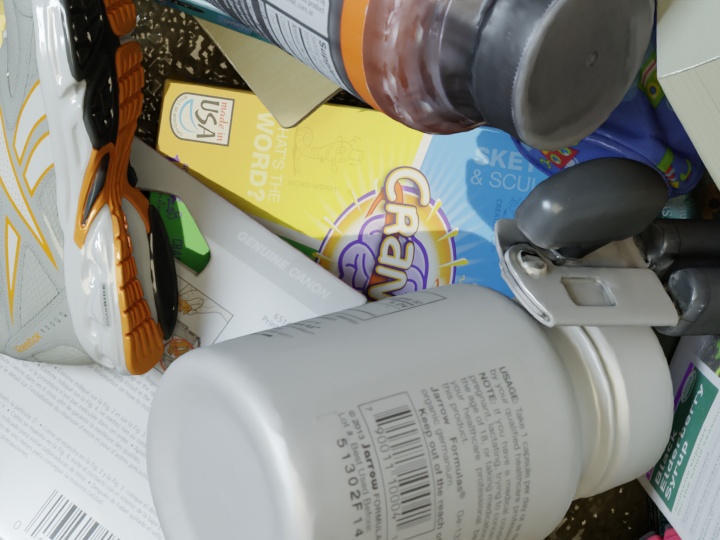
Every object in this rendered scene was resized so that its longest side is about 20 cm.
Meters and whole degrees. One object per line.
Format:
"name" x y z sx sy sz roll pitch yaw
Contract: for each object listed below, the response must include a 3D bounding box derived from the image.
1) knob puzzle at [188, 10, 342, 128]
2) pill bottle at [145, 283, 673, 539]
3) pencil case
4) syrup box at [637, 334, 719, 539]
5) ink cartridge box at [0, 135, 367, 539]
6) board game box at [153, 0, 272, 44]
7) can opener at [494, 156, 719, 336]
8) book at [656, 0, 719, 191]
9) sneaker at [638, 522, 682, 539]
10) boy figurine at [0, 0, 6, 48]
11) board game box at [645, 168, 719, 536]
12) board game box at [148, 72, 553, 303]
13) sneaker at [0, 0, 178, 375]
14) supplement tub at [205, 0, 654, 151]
"knob puzzle" -0.011 -0.192 0.848 0.218 0.030 0.221 0 87 3
"pill bottle" 0.025 0.067 0.772 0.199 0.114 0.115 -14 100 -34
"pencil case" 0.142 -0.121 0.820 0.087 0.078 0.201 27 82 10
"syrup box" 0.175 0.083 0.781 0.081 0.200 0.079 21 98 -7
"ink cartridge box" -0.122 0.034 0.843 0.200 0.045 0.177 35 81 16
"board game box" -0.084 -0.195 0.814 0.199 0.047 0.152 20 88 3
"can opener" 0.141 -0.008 0.786 0.199 0.054 0.067 0 140 -35
"book" 0.165 -0.066 0.741 0.048 0.134 0.200 -18 138 26
"sneaker" 0.201 0.185 0.866 0.199 0.075 0.081 21 135 -19
"boy figurine" -0.216 -0.072 0.838 0.199 0.064 0.125 -25 59 6
"board game box" 0.194 0.030 0.889 0.134 0.028 0.201 -5 99 0
"board game box" 0.000 0.000 0.875 0.199 0.040 0.154 8 98 -2
"sneaker" -0.137 -0.052 0.779 0.091 0.076 0.201 -3 102 16
"supplement tub" 0.009 -0.118 0.691 0.200 0.107 0.107 34 98 33
